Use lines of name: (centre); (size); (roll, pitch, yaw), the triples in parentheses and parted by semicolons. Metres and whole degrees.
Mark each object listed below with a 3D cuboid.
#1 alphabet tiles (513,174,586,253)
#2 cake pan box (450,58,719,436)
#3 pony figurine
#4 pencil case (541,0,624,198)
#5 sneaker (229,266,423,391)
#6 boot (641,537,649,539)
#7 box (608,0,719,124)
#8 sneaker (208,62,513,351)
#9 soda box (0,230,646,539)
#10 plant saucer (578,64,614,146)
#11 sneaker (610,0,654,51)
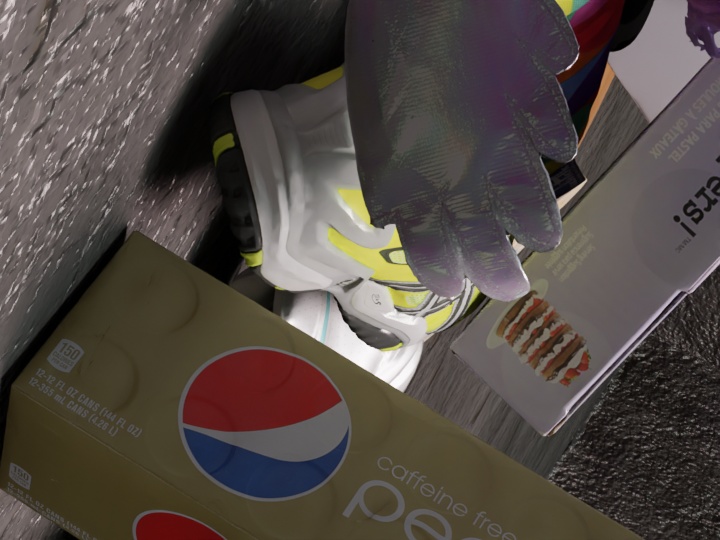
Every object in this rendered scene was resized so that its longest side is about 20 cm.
alphabet tiles: (0.015, 0.025, 1.094); (0.195, 0.015, 0.200); (-36, 171, -43)
cake pan box: (0.128, -0.047, 0.899); (0.200, 0.052, 0.184); (-48, 179, 22)
pony figurine: (0.067, -0.106, 0.660); (0.165, 0.194, 0.200); (-15, 173, -5)
pencil case: (0.050, -0.093, 0.869); (0.089, 0.088, 0.200); (-56, 169, -21)
sneaker: (-0.060, 0.072, 0.890); (0.080, 0.070, 0.201); (11, 114, -57)
boot: (0.014, 0.139, 0.979); (0.200, 0.168, 0.077); (-33, -135, 35)
box: (0.179, -0.159, 1.073); (0.125, 0.097, 0.201); (52, 53, -37)
sneaker: (0.022, -0.021, 0.811); (0.076, 0.076, 0.200); (-16, 172, 17)
soda box: (-0.003, 0.076, 0.739); (0.068, 0.199, 0.064); (-53, 170, -34)
plant saucer: (0.098, -0.107, 1.148); (0.201, 0.032, 0.200); (-62, 171, -17)
sneaker: (0.112, -0.164, 0.925); (0.070, 0.083, 0.201); (-3, 126, -37)
